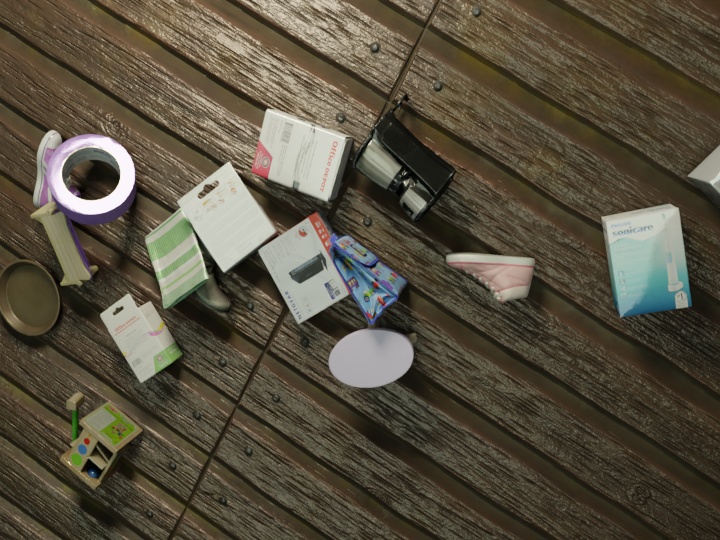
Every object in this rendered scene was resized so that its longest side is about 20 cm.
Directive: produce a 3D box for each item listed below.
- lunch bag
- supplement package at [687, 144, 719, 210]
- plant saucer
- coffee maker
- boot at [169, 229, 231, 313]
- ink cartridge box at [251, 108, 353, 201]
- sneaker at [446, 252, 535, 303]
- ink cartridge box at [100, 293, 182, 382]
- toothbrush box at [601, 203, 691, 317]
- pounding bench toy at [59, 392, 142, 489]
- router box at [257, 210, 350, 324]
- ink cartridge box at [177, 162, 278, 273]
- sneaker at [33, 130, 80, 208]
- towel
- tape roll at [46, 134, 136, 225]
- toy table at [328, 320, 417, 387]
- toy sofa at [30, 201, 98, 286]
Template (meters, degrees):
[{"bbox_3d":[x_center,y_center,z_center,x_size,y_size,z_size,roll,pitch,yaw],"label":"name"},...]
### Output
[{"bbox_3d":[0.000,0.000,1.492,0.094,0.151,0.200,-43,90,16],"label":"lunch bag"},{"bbox_3d":[0.756,-0.210,1.274,0.111,0.156,0.200,43,107,0],"label":"supplement package"},{"bbox_3d":[-0.875,0.071,1.772,0.193,0.029,0.207,3,101,13],"label":"plant saucer"},{"bbox_3d":[0.108,-0.238,1.431,0.199,0.135,0.194,39,106,2],"label":"coffee maker"},{"bbox_3d":[-0.368,-0.003,1.619,0.199,0.068,0.132,41,105,7],"label":"boot"},{"bbox_3d":[-0.130,-0.260,1.507,0.195,0.084,0.149,21,105,9],"label":"ink cartridge box"},{"bbox_3d":[0.282,0.017,1.469,0.193,0.075,0.108,6,97,7],"label":"sneaker"},{"bbox_3d":[-0.555,0.164,1.695,0.115,0.067,0.203,-30,94,17],"label":"ink cartridge box"},{"bbox_3d":[0.590,-0.021,1.385,0.142,0.085,0.207,-11,99,15],"label":"toothbrush box"},{"bbox_3d":[-0.711,0.440,1.755,0.198,0.124,0.158,38,107,4],"label":"pounding bench toy"},{"bbox_3d":[-0.118,-0.006,1.571,0.176,0.049,0.204,-29,93,16],"label":"router box"},{"bbox_3d":[-0.313,-0.122,1.578,0.160,0.050,0.203,-35,87,0],"label":"ink cartridge box"},{"bbox_3d":[-0.741,-0.237,1.665,0.111,0.073,0.206,20,115,5],"label":"sneaker"},{"bbox_3d":[-0.446,-0.031,1.609,0.151,0.023,0.204,-32,66,22],"label":"towel"},{"bbox_3d":[-0.634,-0.215,1.584,0.193,0.066,0.207,5,71,-16],"label":"tape roll"},{"bbox_3d":[0.033,0.184,1.538,0.193,0.117,0.191,0,100,12],"label":"toy table"},{"bbox_3d":[-0.718,-0.070,1.655,0.094,0.083,0.205,-7,115,15],"label":"toy sofa"}]
